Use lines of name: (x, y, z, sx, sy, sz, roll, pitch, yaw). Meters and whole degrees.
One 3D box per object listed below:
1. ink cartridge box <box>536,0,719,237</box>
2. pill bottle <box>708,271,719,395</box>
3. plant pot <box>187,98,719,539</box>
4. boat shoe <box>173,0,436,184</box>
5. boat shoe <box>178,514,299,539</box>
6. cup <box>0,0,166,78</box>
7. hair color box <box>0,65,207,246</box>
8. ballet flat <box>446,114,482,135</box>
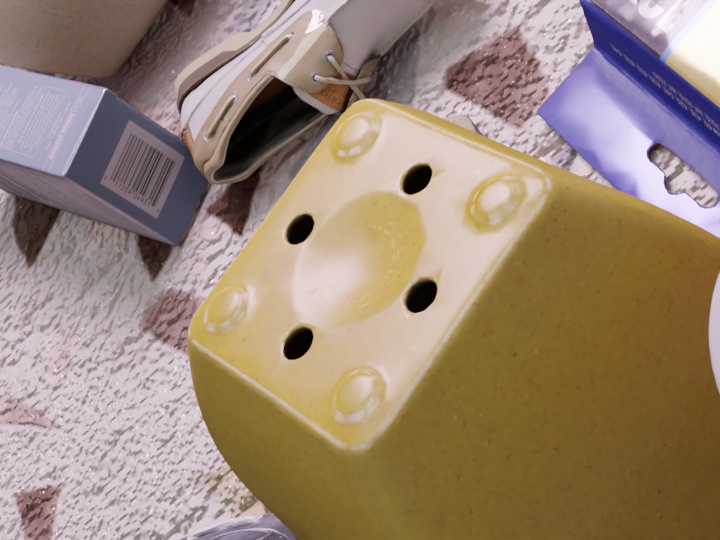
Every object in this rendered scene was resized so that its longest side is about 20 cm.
ink cartridge box: (0.190, -0.106, 0.703, 0.200, 0.047, 0.198, -46, 46, 7)
pill bottle: (0.200, 0.046, 0.494, 0.112, 0.199, 0.114, -20, 55, 31)
plant pot: (0.049, 0.045, 0.608, 0.195, 0.200, 0.195, -53, 42, -8)
boat shoe: (-0.021, -0.119, 0.875, 0.199, 0.074, 0.069, -35, 54, 30)
boat shoe: (-0.099, 0.172, 0.779, 0.199, 0.072, 0.068, -35, 12, 38)
cup: (-0.202, -0.205, 1.009, 0.199, 0.199, 0.145, 20, 103, 45)
hair color box: (-0.194, -0.079, 0.973, 0.199, 0.099, 0.061, 16, 77, 44)
ballet flat: (0.000, 0.000, 0.790, 0.067, 0.062, 0.201, 26, 85, 45)
